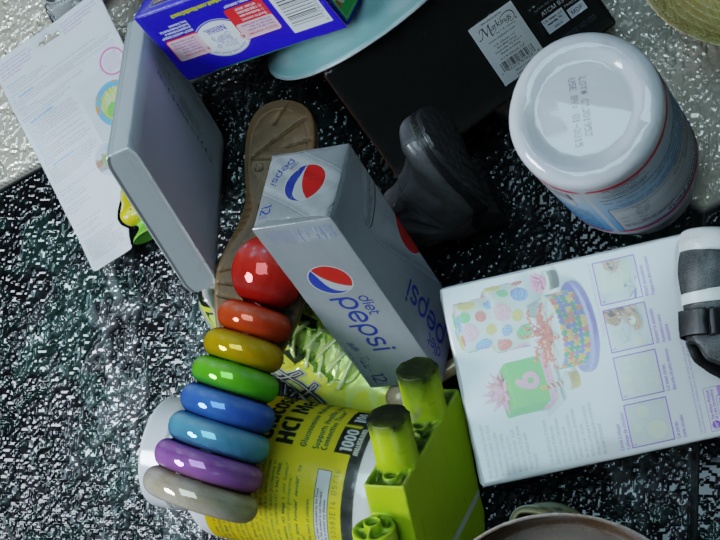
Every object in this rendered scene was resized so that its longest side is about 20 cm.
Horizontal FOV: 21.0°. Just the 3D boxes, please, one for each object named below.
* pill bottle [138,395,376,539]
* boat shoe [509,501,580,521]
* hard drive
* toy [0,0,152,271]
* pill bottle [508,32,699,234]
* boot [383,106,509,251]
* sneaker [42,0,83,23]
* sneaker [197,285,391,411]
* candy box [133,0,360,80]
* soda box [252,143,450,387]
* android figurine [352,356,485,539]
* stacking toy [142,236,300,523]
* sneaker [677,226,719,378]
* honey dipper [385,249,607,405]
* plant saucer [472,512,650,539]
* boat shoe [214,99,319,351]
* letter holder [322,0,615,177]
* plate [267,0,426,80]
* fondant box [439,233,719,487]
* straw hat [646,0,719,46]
[{"bbox_3d":[-0.060,0.151,1.456,0.199,0.112,0.113,8,81,21],"label":"pill bottle"},{"bbox_3d":[0.189,0.232,1.375,0.199,0.063,0.074,30,88,22],"label":"boat shoe"},{"bbox_3d":[-0.145,-0.092,1.478,0.026,0.132,0.200,-22,33,13],"label":"hard drive"},{"bbox_3d":[-0.210,-0.113,1.602,0.115,0.047,0.201,-31,75,16],"label":"toy"},{"bbox_3d":[0.180,-0.088,1.374,0.108,0.200,0.110,-4,77,18],"label":"pill bottle"},{"bbox_3d":[0.028,-0.045,1.422,0.131,0.200,0.070,-23,67,10],"label":"boot"},{"bbox_3d":[-0.204,-0.237,1.623,0.200,0.075,0.116,38,98,33],"label":"sneaker"},{"bbox_3d":[-0.044,0.062,1.489,0.199,0.076,0.076,23,85,20],"label":"sneaker"},{"bbox_3d":[-0.060,-0.255,1.495,0.168,0.077,0.201,-13,41,38],"label":"candy box"},{"bbox_3d":[0.000,0.000,1.379,0.063,0.200,0.069,-7,50,26],"label":"soda box"},{"bbox_3d":[0.046,0.169,1.382,0.041,0.182,0.201,1,122,23],"label":"android figurine"},{"bbox_3d":[-0.085,0.072,1.374,0.085,0.085,0.201,17,87,22],"label":"stacking toy"},{"bbox_3d":[0.307,0.040,1.340,0.199,0.073,0.113,9,81,-13],"label":"sneaker"},{"bbox_3d":[0.106,0.048,1.440,0.199,0.038,0.038,-29,70,0],"label":"honey dipper"},{"bbox_3d":[0.143,0.253,1.336,0.199,0.032,0.202,3,108,10],"label":"plant saucer"},{"bbox_3d":[-0.062,-0.023,1.454,0.072,0.072,0.201,3,78,12],"label":"boat shoe"},{"bbox_3d":[0.082,-0.181,1.496,0.200,0.142,0.101,-35,101,10],"label":"letter holder"},{"bbox_3d":[0.003,-0.222,1.492,0.200,0.200,0.026,-36,113,10],"label":"plate"},{"bbox_3d":[0.168,0.063,1.390,0.199,0.058,0.145,-13,86,4],"label":"fondant box"},{"bbox_3d":[0.296,-0.240,1.429,0.200,0.085,0.202,-6,70,18],"label":"straw hat"}]
